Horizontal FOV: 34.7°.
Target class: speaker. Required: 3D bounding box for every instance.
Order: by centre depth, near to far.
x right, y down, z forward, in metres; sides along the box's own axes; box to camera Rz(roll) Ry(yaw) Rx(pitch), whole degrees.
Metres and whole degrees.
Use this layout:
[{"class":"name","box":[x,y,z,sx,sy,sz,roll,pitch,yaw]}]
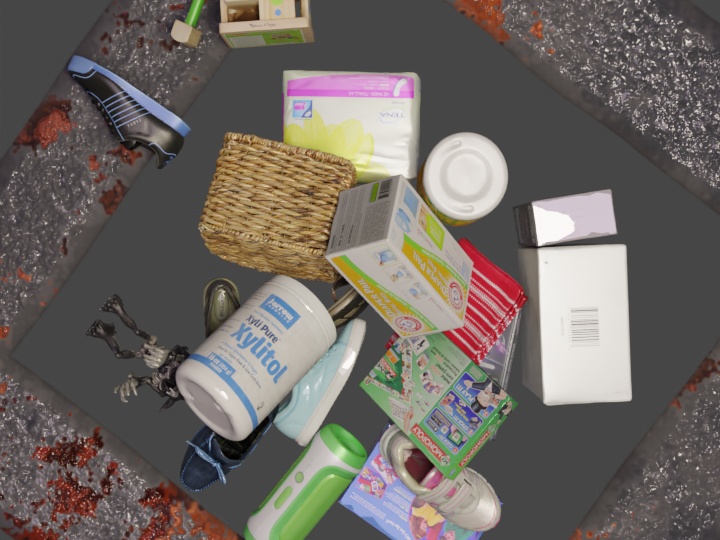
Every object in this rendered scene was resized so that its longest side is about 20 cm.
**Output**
[{"class":"speaker","box":[-0.078,0.315,1.630,0.088,0.088,0.201,39,100,0]}]

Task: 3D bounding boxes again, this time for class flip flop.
[{"class":"flip flop","box":[0.000,0.000,1.635,0.057,0.081,0.201,33,86,17]}]

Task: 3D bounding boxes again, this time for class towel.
[{"class":"towel","box":[0.130,0.070,1.608,0.145,0.022,0.201,44,105,37]}]

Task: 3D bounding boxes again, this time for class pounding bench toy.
[{"class":"pounding bench toy","box":[-0.168,-0.399,1.599,0.196,0.124,0.159,-4,92,1]}]

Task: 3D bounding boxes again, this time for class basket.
[{"class":"basket","box":[-0.108,-0.082,1.604,0.196,0.143,0.152,12,72,8]}]

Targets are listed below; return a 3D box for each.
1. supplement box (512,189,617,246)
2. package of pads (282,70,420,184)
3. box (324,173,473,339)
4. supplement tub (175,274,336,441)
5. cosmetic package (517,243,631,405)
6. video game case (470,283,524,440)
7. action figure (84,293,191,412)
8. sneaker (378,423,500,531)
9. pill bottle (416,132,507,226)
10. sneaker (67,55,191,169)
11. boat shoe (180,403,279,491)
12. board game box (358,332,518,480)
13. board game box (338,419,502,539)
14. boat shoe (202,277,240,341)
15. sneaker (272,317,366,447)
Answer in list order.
[{"class":"supplement box","box":[0.273,-0.069,1.561,0.107,0.200,0.062,-9,92,2]},{"class":"package of pads","box":[-0.013,-0.200,1.630,0.196,0.068,0.158,1,91,2]},{"class":"box","box":[0.056,-0.013,1.530,0.100,0.200,0.114,-13,48,33]},{"class":"supplement tub","box":[-0.141,0.117,1.557,0.132,0.132,0.200,44,63,-1]},{"class":"cosmetic package","box":[0.287,0.066,1.566,0.120,0.200,0.204,-2,92,-1]},{"class":"video game case","box":[0.150,0.121,1.621,0.141,0.019,0.204,14,92,39]},{"class":"action figure","box":[-0.299,0.133,1.627,0.199,0.102,0.119,41,113,1]},{"class":"sneaker","box":[0.109,0.293,1.587,0.199,0.088,0.082,35,91,0]},{"class":"pill bottle","box":[0.132,-0.118,1.561,0.109,0.200,0.113,0,89,-1]},{"class":"sneaker","box":[-0.340,-0.224,1.635,0.198,0.070,0.079,33,86,-1]},{"class":"boat shoe","box":[-0.193,0.242,1.625,0.083,0.069,0.201,32,111,-15]},{"class":"board game box","box":[0.101,0.166,1.553,0.135,0.029,0.200,-49,50,3]},{"class":"board game box","box":[0.085,0.328,1.655,0.199,0.045,0.135,35,92,0]},{"class":"boat shoe","box":[-0.190,0.112,1.643,0.070,0.066,0.205,-8,92,-1]},{"class":"sneaker","box":[-0.063,0.148,1.639,0.081,0.074,0.202,29,92,-5]}]
